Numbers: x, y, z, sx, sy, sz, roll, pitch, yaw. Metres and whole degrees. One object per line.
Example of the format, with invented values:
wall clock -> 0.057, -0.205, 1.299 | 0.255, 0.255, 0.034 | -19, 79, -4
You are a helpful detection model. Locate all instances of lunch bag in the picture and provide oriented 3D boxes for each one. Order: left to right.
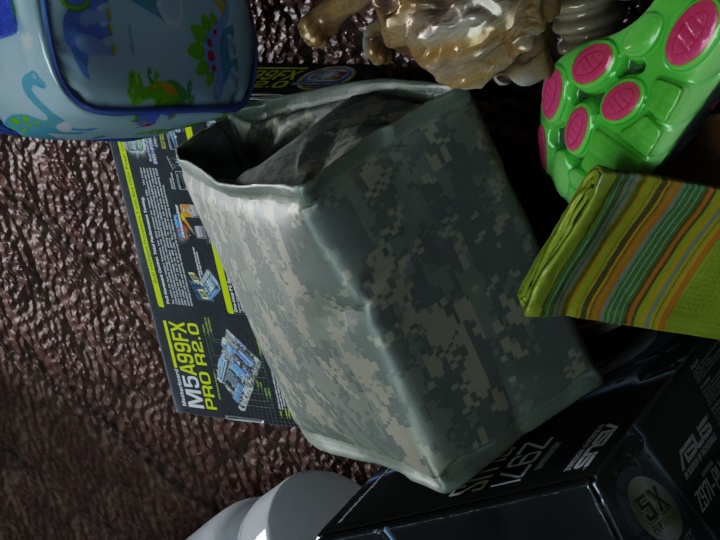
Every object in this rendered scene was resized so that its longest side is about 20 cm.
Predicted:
lunch bag -> -0.133, -0.163, 1.047 | 0.082, 0.161, 0.201 | -11, 89, 35
lunch bag -> 0.000, 0.000, 1.048 | 0.200, 0.117, 0.165 | 9, 129, 62

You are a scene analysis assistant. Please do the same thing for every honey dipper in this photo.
honey dipper -> 0.089, -0.179, 1.001 | 0.038, 0.038, 0.201 | -4, 110, 35

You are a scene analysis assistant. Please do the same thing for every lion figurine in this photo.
lion figurine -> 0.035, -0.161, 0.962 | 0.122, 0.072, 0.201 | -28, 54, 46

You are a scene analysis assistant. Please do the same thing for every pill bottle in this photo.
pill bottle -> -0.067, 0.200, 1.271 | 0.113, 0.113, 0.200 | 49, 131, 0

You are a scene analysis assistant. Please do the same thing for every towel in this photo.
towel -> 0.175, 0.002, 0.974 | 0.199, 0.018, 0.086 | 9, 134, -20

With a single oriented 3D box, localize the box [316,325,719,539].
box -> 0.101, 0.099, 1.041 | 0.163, 0.200, 0.086 | -17, 106, 39

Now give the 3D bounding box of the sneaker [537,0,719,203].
sneaker -> 0.150, -0.093, 0.954 | 0.200, 0.084, 0.077 | -47, 56, 38

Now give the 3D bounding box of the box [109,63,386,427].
box -> -0.046, -0.012, 1.180 | 0.160, 0.044, 0.201 | 4, 118, 33

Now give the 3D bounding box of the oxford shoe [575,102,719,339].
oxford shoe -> 0.160, -0.036, 1.016 | 0.200, 0.071, 0.071 | -40, 86, 31
